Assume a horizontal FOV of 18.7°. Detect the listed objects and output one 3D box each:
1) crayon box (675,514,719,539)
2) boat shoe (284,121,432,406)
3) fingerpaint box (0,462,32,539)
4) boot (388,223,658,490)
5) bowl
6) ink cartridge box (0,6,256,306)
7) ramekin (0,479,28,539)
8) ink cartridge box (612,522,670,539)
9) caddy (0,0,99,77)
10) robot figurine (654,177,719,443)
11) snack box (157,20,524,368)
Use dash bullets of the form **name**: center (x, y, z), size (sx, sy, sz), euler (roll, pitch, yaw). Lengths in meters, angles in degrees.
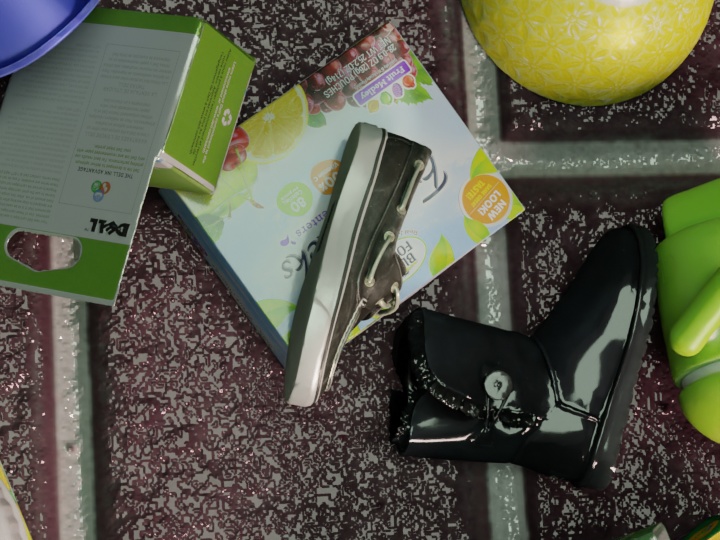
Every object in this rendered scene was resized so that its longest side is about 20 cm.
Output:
- **crayon box**: center (0.266, 0.289, 1.557), size (0.119, 0.058, 0.200), euler (-31, 89, -14)
- **boat shoe**: center (0.000, 0.000, 1.471), size (0.064, 0.071, 0.200), euler (19, 79, -8)
- **fingerpaint box**: center (-0.313, 0.169, 1.448), size (0.167, 0.073, 0.200), euler (-23, 87, -15)
- **boot**: center (0.113, 0.048, 1.550), size (0.168, 0.076, 0.201), euler (14, 85, -13)
- **bowl**: center (0.178, -0.228, 1.589), size (0.200, 0.108, 0.201), euler (2, 82, -12)
- **ink cartridge box**: center (-0.174, -0.071, 1.474), size (0.148, 0.076, 0.200), euler (9, 78, 31)
- **ramekin**: center (-0.304, 0.187, 1.355), size (0.200, 0.105, 0.201), euler (2, 81, -11)
- **ink cartridge box**: center (0.136, 0.274, 1.483), size (0.200, 0.088, 0.146), euler (-22, 86, 10)
- **caddy**: center (-0.253, -0.184, 1.455), size (0.105, 0.200, 0.142), euler (52, 39, -33)
- **robot figurine**: center (0.273, 0.037, 1.557), size (0.175, 0.116, 0.200), euler (19, 58, -53)
- **snack box**: center (-0.014, -0.050, 1.544), size (0.200, 0.068, 0.169), euler (-35, 90, -12)
